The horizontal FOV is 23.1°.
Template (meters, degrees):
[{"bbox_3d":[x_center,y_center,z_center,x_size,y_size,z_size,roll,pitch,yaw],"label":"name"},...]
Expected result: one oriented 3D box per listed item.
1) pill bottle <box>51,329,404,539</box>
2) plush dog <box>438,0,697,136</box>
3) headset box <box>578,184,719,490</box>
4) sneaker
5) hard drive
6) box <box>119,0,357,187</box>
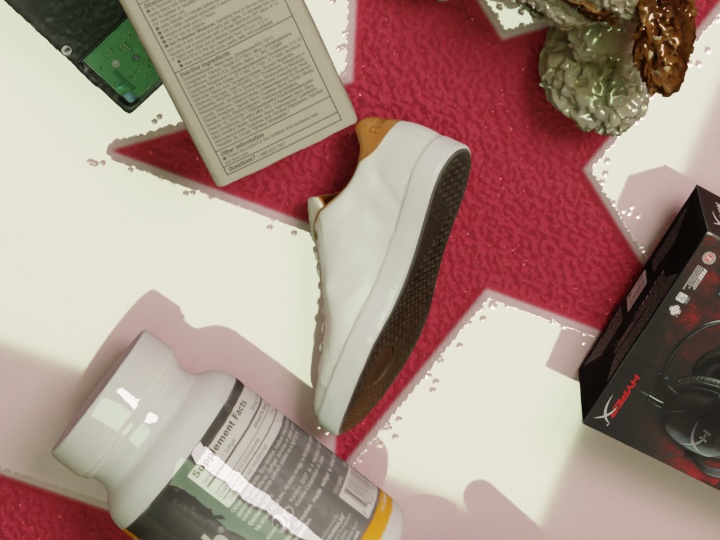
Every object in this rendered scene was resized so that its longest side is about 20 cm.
[{"bbox_3d":[-0.081,0.133,1.071,0.200,0.116,0.117,38,97,-7],"label":"pill bottle"},{"bbox_3d":[0.127,-0.183,0.992,0.200,0.172,0.161,40,96,-9],"label":"plush dog"},{"bbox_3d":[0.256,0.063,1.083,0.199,0.077,0.149,27,115,-7],"label":"headset box"},{"bbox_3d":[0.000,0.000,1.086,0.084,0.073,0.201,26,107,23],"label":"sneaker"},{"bbox_3d":[-0.154,-0.204,1.006,0.140,0.038,0.200,-41,118,12],"label":"hard drive"},{"bbox_3d":[-0.085,-0.159,0.979,0.095,0.078,0.201,-24,121,2],"label":"box"}]
